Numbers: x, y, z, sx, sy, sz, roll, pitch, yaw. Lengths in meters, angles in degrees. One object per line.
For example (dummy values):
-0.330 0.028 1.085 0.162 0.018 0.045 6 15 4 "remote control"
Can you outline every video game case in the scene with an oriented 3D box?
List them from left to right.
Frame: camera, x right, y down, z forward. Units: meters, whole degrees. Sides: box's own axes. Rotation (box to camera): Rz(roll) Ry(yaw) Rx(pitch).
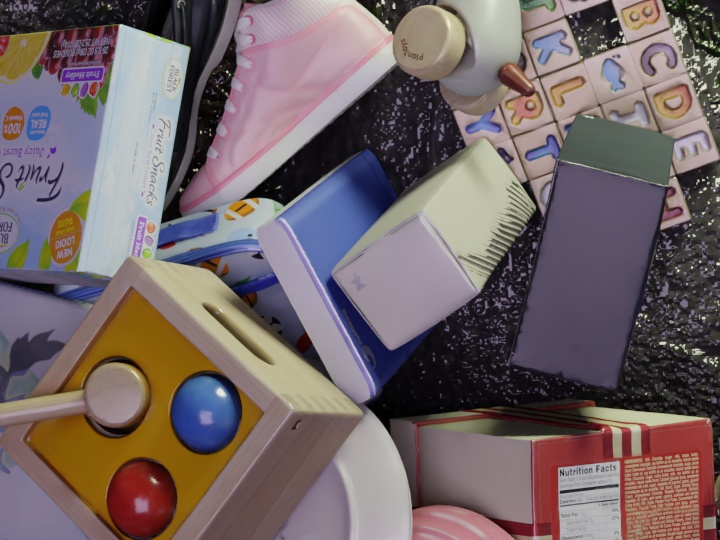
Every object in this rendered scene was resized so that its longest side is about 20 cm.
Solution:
-0.226 0.115 1.541 0.182 0.022 0.200 14 97 11 "video game case"

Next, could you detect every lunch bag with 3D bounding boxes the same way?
-0.121 0.033 1.579 0.200 0.076 0.160 -17 130 16 "lunch bag"

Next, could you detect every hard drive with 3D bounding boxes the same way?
0.000 0.000 1.523 0.025 0.200 0.132 -25 97 22 "hard drive"

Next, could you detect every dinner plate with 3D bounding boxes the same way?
-0.053 0.170 1.467 0.200 0.024 0.201 -7 78 34 "dinner plate"

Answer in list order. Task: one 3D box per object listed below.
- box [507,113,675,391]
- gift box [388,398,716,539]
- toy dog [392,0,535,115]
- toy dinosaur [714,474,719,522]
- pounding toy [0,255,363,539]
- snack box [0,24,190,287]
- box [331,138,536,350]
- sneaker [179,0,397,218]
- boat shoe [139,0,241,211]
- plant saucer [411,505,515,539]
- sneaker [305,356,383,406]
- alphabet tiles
0.157 -0.017 1.489 0.079 0.200 0.141 12 104 7 "box"
0.118 0.192 1.521 0.184 0.187 0.200 2 91 -33 "gift box"
0.102 -0.194 1.509 0.096 0.132 0.200 24 112 34 "toy dog"
0.268 0.132 1.529 0.058 0.200 0.101 17 108 29 "toy dinosaur"
-0.148 0.098 1.425 0.200 0.142 0.184 42 103 23 "pounding toy"
-0.212 -0.076 1.531 0.200 0.068 0.169 3 82 50 "snack box"
0.053 -0.022 1.507 0.082 0.200 0.068 -34 96 24 "box"
-0.072 -0.126 1.574 0.200 0.075 0.105 -41 95 8 "sneaker"
-0.148 -0.125 1.575 0.066 0.074 0.200 14 107 -40 "boat shoe"
0.049 0.254 1.442 0.200 0.051 0.201 6 98 47 "plant saucer"
-0.024 0.160 1.554 0.088 0.075 0.200 0 104 -10 "sneaker"
0.153 -0.112 1.577 0.167 0.008 0.200 -20 98 12 "alphabet tiles"
